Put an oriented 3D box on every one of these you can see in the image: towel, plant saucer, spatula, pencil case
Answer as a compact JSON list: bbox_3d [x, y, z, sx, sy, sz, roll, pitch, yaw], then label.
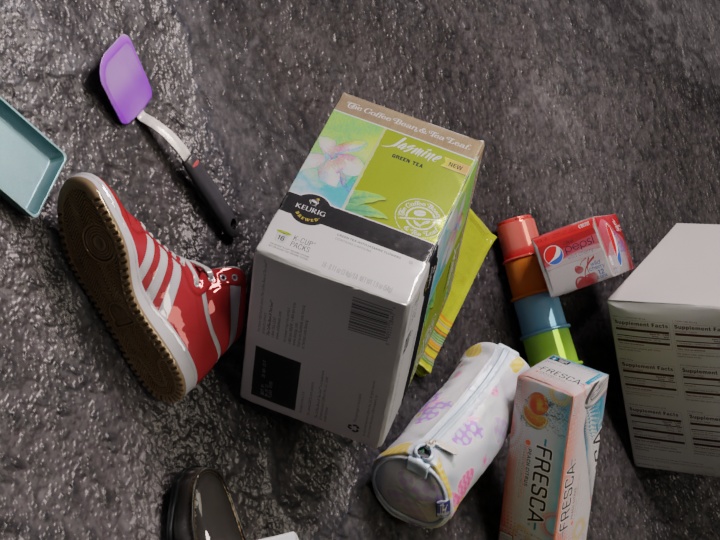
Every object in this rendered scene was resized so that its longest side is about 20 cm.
[{"bbox_3d":[0.073,0.005,1.821,0.086,0.018,0.200,51,45,-23],"label":"towel"},{"bbox_3d":[-0.313,-0.124,1.451,0.200,0.019,0.070,42,49,-28],"label":"plant saucer"},{"bbox_3d":[-0.161,-0.107,1.606,0.200,0.021,0.057,54,42,-19],"label":"spatula"},{"bbox_3d":[0.087,0.148,1.732,0.200,0.083,0.091,-45,142,-46],"label":"pencil case"}]

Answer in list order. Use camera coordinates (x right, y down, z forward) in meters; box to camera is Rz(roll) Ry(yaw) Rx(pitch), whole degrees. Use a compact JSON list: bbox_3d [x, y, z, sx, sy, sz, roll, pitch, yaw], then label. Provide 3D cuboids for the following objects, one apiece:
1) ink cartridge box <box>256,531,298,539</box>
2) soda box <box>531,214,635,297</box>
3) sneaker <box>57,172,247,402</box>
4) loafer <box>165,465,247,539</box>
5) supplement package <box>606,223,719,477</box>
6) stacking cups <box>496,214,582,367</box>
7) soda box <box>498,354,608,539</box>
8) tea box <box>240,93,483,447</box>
[{"bbox_3d":[-0.162,0.242,1.372,0.200,0.162,0.057,-8,77,-48],"label":"ink cartridge box"},{"bbox_3d":[0.226,-0.017,1.894,0.200,0.070,0.064,-11,81,-77],"label":"soda box"},{"bbox_3d":[-0.164,-0.005,1.528,0.112,0.071,0.200,-41,114,-43],"label":"sneaker"},{"bbox_3d":[-0.101,0.250,1.500,0.073,0.072,0.201,-6,80,-47],"label":"loafer"},{"bbox_3d":[0.375,0.081,1.983,0.191,0.147,0.201,-40,125,-48],"label":"supplement package"},{"bbox_3d":[0.177,0.045,1.894,0.060,0.060,0.201,-10,80,-48],"label":"stacking cups"},{"bbox_3d":[0.179,0.186,1.765,0.068,0.063,0.201,-25,127,-49],"label":"soda box"},{"bbox_3d":[0.000,0.000,1.573,0.133,0.200,0.197,19,51,7],"label":"tea box"}]
